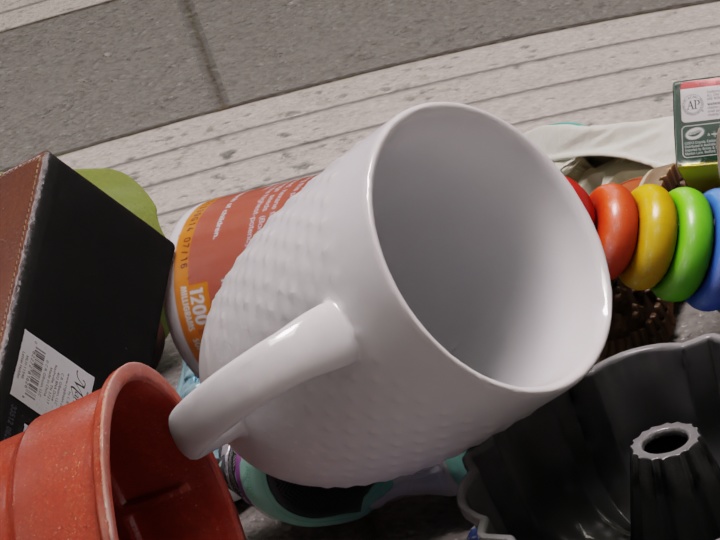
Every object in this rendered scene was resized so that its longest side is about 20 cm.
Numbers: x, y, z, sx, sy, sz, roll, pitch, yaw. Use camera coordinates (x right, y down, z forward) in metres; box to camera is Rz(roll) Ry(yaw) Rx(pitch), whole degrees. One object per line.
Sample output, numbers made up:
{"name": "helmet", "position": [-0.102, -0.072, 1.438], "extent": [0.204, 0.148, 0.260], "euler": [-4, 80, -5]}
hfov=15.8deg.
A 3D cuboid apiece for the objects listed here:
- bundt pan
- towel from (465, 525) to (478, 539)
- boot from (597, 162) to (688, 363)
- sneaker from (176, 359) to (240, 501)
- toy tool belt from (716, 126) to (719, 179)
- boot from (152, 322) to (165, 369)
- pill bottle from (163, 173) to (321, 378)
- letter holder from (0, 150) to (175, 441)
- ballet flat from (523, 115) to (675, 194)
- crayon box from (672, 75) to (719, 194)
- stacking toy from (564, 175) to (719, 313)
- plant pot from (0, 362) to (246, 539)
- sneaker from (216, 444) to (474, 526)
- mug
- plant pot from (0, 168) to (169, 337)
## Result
{"name": "bundt pan", "position": [0.150, 0.109, 1.202], "extent": [0.201, 0.076, 0.202], "euler": [-15, 23, 7]}
{"name": "towel", "position": [0.094, 0.160, 1.246], "extent": [0.144, 0.024, 0.200], "euler": [-3, 25, 26]}
{"name": "boot", "position": [0.131, 0.012, 1.530], "extent": [0.107, 0.075, 0.200], "euler": [-16, 19, 31]}
{"name": "sneaker", "position": [-0.082, 0.063, 1.496], "extent": [0.073, 0.082, 0.200], "euler": [-9, 24, 14]}
{"name": "toy tool belt", "position": [0.270, -0.012, 1.352], "extent": [0.122, 0.201, 0.125], "euler": [-7, -2, -29]}
{"name": "boot", "position": [-0.143, 0.105, 1.415], "extent": [0.188, 0.069, 0.200], "euler": [-37, 29, -20]}
{"name": "pill bottle", "position": [0.000, 0.000, 1.397], "extent": [0.199, 0.113, 0.112], "euler": [-12, 19, 34]}
{"name": "letter holder", "position": [-0.194, 0.064, 1.362], "extent": [0.142, 0.100, 0.201], "euler": [-21, 47, 36]}
{"name": "ballet flat", "position": [0.157, -0.060, 1.670], "extent": [0.069, 0.070, 0.199], "euler": [-30, 16, -35]}
{"name": "crayon box", "position": [0.295, -0.067, 1.496], "extent": [0.199, 0.059, 0.173], "euler": [-6, -17, 18]}
{"name": "stacking toy", "position": [0.171, -0.018, 1.438], "extent": [0.199, 0.086, 0.085], "euler": [10, 18, -14]}
{"name": "plant pot", "position": [-0.163, 0.166, 1.180], "extent": [0.194, 0.202, 0.201], "euler": [-18, 21, 11]}
{"name": "sneaker", "position": [0.011, 0.087, 1.400], "extent": [0.199, 0.078, 0.140], "euler": [-5, 2, -25]}
{"name": "mug", "position": [-0.008, 0.033, 1.211], "extent": [0.200, 0.148, 0.175], "euler": [-26, -6, -47]}
{"name": "plant pot", "position": [-0.219, 0.015, 1.593], "extent": [0.189, 0.201, 0.199], "euler": [-15, 18, -38]}
